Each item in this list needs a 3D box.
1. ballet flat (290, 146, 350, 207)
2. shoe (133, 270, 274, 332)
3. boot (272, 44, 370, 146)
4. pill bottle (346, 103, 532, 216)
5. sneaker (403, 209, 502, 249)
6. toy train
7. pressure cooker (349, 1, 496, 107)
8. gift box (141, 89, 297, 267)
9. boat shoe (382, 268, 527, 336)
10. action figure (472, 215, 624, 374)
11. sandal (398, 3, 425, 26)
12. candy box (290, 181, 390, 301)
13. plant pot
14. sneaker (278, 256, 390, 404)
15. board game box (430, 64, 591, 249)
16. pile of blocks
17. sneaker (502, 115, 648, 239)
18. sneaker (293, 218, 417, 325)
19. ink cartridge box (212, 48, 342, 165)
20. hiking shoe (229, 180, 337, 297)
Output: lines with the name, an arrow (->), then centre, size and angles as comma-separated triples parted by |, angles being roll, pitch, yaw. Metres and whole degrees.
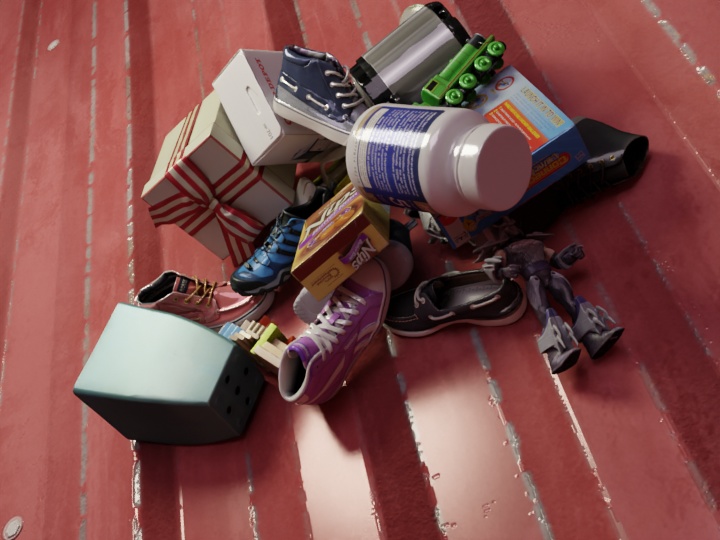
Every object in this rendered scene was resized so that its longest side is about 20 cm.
ballet flat -> -0.053, -0.126, 1.438 | 0.200, 0.067, 0.067 | -42, 43, -3
shoe -> -0.227, 0.041, 1.399 | 0.198, 0.091, 0.072 | -16, 46, 24
boot -> -0.028, -0.224, 1.268 | 0.199, 0.091, 0.073 | 23, 31, 21
pill bottle -> 0.088, -0.123, 1.090 | 0.199, 0.120, 0.120 | 15, 64, 49
sneaker -> 0.125, -0.058, 1.265 | 0.082, 0.074, 0.200 | -51, 35, 7
toy train -> 0.113, -0.228, 1.240 | 0.056, 0.042, 0.200 | 34, 73, 20
pressure cooker -> 0.077, -0.253, 1.368 | 0.199, 0.176, 0.179 | -37, 60, 4
gift box -> -0.208, -0.132, 1.459 | 0.200, 0.184, 0.188 | -41, 27, 31
boat shoe -> 0.103, 0.036, 1.192 | 0.198, 0.060, 0.074 | -3, 54, 34
action figure -> 0.208, 0.013, 1.097 | 0.129, 0.070, 0.201 | -17, 59, -20
sandal -> 0.082, -0.359, 1.550 | 0.079, 0.057, 0.202 | -11, 49, 27
candy box -> -0.022, -0.049, 1.231 | 0.116, 0.057, 0.200 | -39, 13, 14
plant pot -> -0.240, 0.147, 1.290 | 0.198, 0.142, 0.142 | 5, 57, 29
sneaker -> -0.033, 0.074, 1.171 | 0.072, 0.114, 0.202 | 26, 96, 24
board game box -> 0.154, -0.146, 1.211 | 0.195, 0.056, 0.201 | -33, 35, 6
pile of blocks -> -0.133, 0.086, 1.286 | 0.062, 0.082, 0.199 | -53, 34, -15
sneaker -> 0.262, -0.108, 1.191 | 0.106, 0.075, 0.201 | 21, 67, 47
sneaker -> 0.000, 0.000, 1.293 | 0.199, 0.076, 0.114 | -31, 19, 33
ink cartridge box -> -0.097, -0.239, 1.428 | 0.086, 0.199, 0.147 | -38, 73, 39
hiking shoe -> -0.108, -0.045, 1.367 | 0.199, 0.087, 0.074 | -37, 39, -18
